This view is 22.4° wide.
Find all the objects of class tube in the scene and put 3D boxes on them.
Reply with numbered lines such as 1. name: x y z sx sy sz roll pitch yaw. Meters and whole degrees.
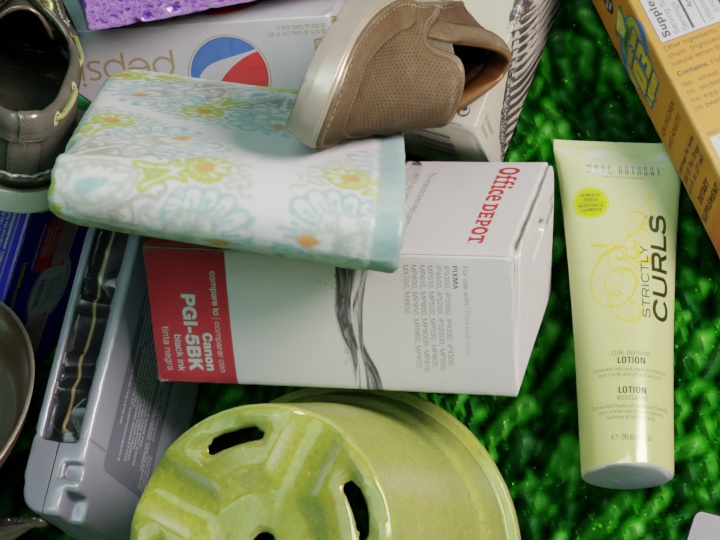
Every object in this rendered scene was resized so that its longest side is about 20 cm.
1. tube: 0.145 0.018 1.010 0.052 0.058 0.202 -20 59 43

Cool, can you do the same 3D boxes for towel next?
1. towel: -0.060 -0.054 0.932 0.169 0.200 0.049 6 109 -1

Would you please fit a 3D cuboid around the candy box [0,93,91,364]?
1. candy box: -0.253 -0.058 1.072 0.199 0.077 0.170 35 119 20

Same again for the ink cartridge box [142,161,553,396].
1. ink cartridge box: 0.000 0.000 0.991 0.198 0.147 0.084 2 112 14

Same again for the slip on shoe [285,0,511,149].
1. slip on shoe: 0.024 -0.099 0.922 0.060 0.200 0.077 28 109 11

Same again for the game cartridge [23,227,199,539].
1. game cartridge: -0.128 0.056 1.014 0.040 0.133 0.202 4 68 20

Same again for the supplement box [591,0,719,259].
1. supplement box: 0.194 -0.108 1.023 0.068 0.067 0.201 -18 68 -7

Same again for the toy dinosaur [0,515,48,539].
1. toy dinosaur: -0.254 0.128 1.015 0.086 0.199 0.136 -39 107 -27

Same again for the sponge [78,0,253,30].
1. sponge: -0.070 -0.184 1.064 0.198 0.112 0.030 -11 114 -7

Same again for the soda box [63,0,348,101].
1. soda box: -0.102 -0.126 1.087 0.198 0.064 0.069 -2 117 12

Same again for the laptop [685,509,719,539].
1. laptop: 0.231 0.179 0.860 0.186 0.117 0.201 14 46 16

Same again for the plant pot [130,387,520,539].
1. plant pot: -0.028 0.144 0.927 0.198 0.184 0.202 -3 78 13

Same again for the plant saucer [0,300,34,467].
1. plant saucer: -0.266 0.086 0.975 0.198 0.032 0.201 -8 44 8

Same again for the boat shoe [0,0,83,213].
1. boat shoe: -0.182 -0.116 0.979 0.071 0.061 0.203 5 40 -15

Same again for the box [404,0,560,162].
1. box: 0.077 -0.165 1.067 0.068 0.082 0.202 17 79 18
